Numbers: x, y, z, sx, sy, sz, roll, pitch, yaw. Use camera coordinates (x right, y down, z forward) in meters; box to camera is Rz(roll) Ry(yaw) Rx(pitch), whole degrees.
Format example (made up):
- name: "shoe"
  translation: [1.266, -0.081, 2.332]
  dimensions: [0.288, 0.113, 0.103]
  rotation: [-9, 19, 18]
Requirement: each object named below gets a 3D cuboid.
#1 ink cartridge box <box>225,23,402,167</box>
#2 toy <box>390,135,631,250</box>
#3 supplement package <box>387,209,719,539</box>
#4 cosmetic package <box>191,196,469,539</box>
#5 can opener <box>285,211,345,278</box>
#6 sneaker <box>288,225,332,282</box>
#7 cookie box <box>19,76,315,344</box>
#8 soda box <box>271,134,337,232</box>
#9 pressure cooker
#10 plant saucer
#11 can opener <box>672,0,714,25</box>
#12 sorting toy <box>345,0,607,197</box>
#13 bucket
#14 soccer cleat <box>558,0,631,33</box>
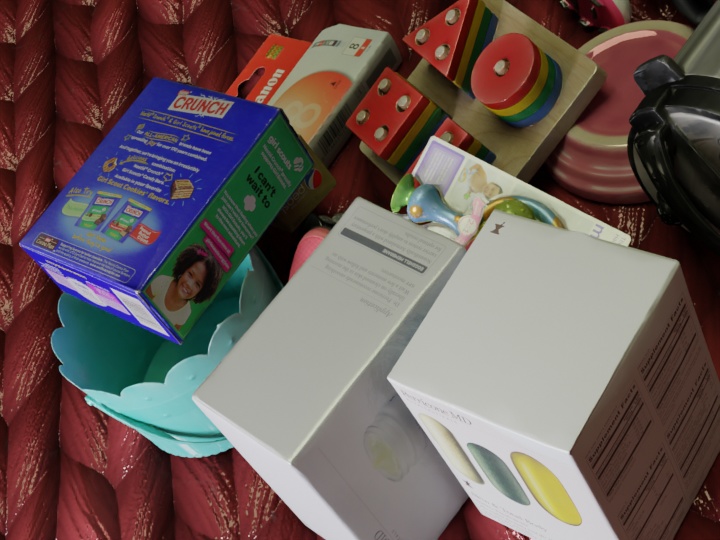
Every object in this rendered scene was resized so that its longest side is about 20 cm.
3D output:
- name: "ink cartridge box"
  translation: [-0.075, -0.198, 1.360]
  dimensions: [0.198, 0.050, 0.163]
  rotation: [20, 65, 35]
- name: "toy"
  translation: [0.109, -0.025, 1.059]
  dimensions: [0.198, 0.047, 0.116]
  rotation: [29, 91, 26]
- name: "supplement package"
  translation: [0.146, 0.091, 0.894]
  dimensions: [0.150, 0.201, 0.152]
  rotation: [19, 64, 38]
- name: "cosmetic package"
  translation: [0.013, 0.095, 0.965]
  dimensions: [0.122, 0.200, 0.201]
  rotation: [27, 70, 42]
- name: "can opener"
  translation: [0.000, 0.000, 1.146]
  dimensions: [0.199, 0.063, 0.080]
  rotation: [30, 115, 52]
- name: "sneaker"
  translation: [-0.049, 0.059, 1.061]
  dimensions: [0.073, 0.086, 0.204]
  rotation: [1, 81, 37]
- name: "cookie box"
  translation: [-0.164, -0.058, 1.088]
  dimensions: [0.170, 0.075, 0.201]
  rotation: [19, 64, 39]
- name: "soda box"
  translation: [-0.106, -0.097, 1.245]
  dimensions: [0.068, 0.064, 0.199]
  rotation: [-47, 28, -13]
- name: "pressure cooker"
  translation: [0.305, -0.104, 0.979]
  dimensions: [0.175, 0.180, 0.200]
  rotation: [28, 66, 30]
- name: "plant saucer"
  translation: [0.248, -0.152, 1.140]
  dimensions: [0.198, 0.051, 0.203]
  rotation: [-15, 49, 18]
- name: "can opener"
  translation: [0.292, -0.265, 1.160]
  dimensions: [0.078, 0.064, 0.201]
  rotation: [-25, 30, 9]
- name: "sorting toy"
  translation: [0.092, -0.156, 1.172]
  dimensions: [0.200, 0.069, 0.200]
  rotation: [-52, 43, 9]
- name: "bucket"
  translation: [-0.155, 0.057, 1.137]
  dimensions: [0.204, 0.135, 0.209]
  rotation: [-16, 48, 19]
- name: "soccer cleat"
  translation: [0.217, -0.308, 1.269]
  dimensions: [0.086, 0.070, 0.200]
  rotation: [-39, 45, -4]
